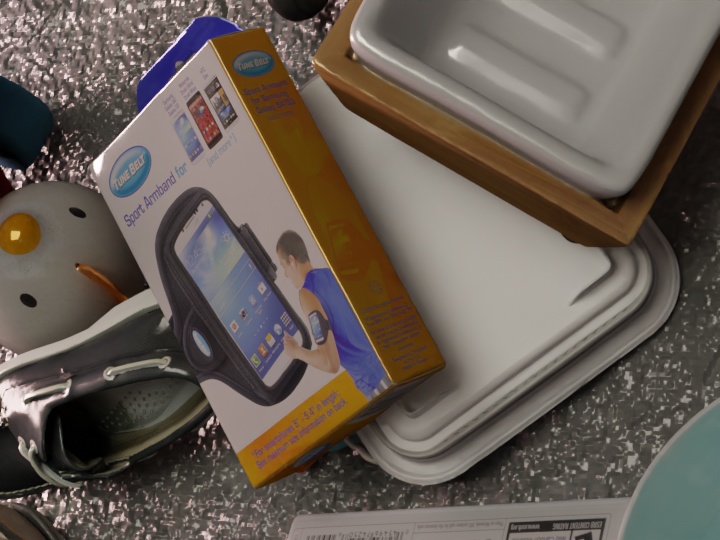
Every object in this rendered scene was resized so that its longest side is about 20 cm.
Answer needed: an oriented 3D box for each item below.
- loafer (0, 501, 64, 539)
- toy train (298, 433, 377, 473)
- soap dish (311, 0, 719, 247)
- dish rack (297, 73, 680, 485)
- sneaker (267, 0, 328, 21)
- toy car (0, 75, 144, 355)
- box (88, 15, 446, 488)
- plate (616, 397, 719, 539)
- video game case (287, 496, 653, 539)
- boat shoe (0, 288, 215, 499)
[{"bbox_3d":[-0.152,0.187,1.070,0.200,0.063,0.072,40,97,34],"label":"loafer"},{"bbox_3d":[0.000,0.000,1.043,0.149,0.056,0.202,-3,72,31],"label":"toy train"},{"bbox_3d":[0.090,-0.119,0.953,0.156,0.081,0.201,29,65,4],"label":"soap dish"},{"bbox_3d":[0.033,-0.021,0.994,0.171,0.044,0.201,-36,74,5],"label":"dish rack"},{"bbox_3d":[0.012,-0.228,1.102,0.114,0.076,0.202,2,75,29],"label":"sneaker"},{"bbox_3d":[-0.186,-0.015,1.107,0.198,0.177,0.186,20,73,22],"label":"toy car"},{"bbox_3d":[-0.052,-0.014,0.977,0.119,0.041,0.201,-39,77,44],"label":"box"},{"bbox_3d":[0.202,0.127,0.871,0.198,0.026,0.202,-10,56,14],"label":"plate"},{"bbox_3d":[0.027,0.190,0.940,0.199,0.023,0.184,-8,53,37],"label":"video game case"},{"bbox_3d":[-0.141,0.074,1.074,0.200,0.075,0.061,-36,34,35],"label":"boat shoe"}]
